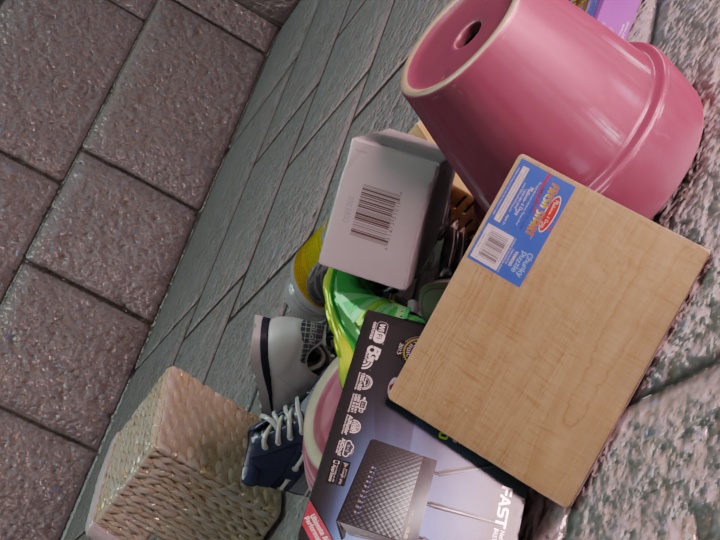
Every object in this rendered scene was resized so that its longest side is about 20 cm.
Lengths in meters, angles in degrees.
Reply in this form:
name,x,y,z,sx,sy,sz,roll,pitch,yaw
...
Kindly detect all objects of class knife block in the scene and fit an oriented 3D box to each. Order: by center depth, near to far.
name,x,y,z,sx,sy,sz,roll,pitch,yaw
knife block,0.116,-0.073,1.201,0.199,0.177,0.064,-14,-23,-43

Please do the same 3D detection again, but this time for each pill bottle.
name,x,y,z,sx,sy,sz,roll,pitch,yaw
pill bottle,-0.023,-0.009,1.438,0.200,0.104,0.105,-44,24,49

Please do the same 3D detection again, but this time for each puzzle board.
name,x,y,z,sx,sy,sz,roll,pitch,yaw
puzzle board,0.129,0.040,0.803,0.201,0.150,0.017,-61,-19,2

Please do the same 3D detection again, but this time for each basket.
name,x,y,z,sx,sy,sz,roll,pitch,yaw
basket,-0.210,0.261,1.429,0.161,0.197,0.200,-52,17,18

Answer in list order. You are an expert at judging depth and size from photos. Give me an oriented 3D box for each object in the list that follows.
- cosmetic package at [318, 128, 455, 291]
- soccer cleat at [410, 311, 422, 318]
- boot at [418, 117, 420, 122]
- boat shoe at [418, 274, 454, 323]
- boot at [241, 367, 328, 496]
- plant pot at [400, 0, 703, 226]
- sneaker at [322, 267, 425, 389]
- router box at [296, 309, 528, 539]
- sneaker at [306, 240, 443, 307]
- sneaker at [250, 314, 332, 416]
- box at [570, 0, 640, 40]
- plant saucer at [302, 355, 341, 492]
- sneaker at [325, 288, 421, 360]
name,x,y,z,sx,sy,sz,roll,pitch,yaw
cosmetic package,0.031,-0.059,1.012,0.200,0.080,0.114,-41,-32,-75
soccer cleat,0.027,0.128,1.117,0.073,0.068,0.202,-51,21,47
boot,0.108,-0.201,1.427,0.091,0.072,0.201,-54,8,52
boat shoe,0.127,0.028,0.933,0.200,0.060,0.073,6,109,57
boot,-0.065,0.165,1.180,0.073,0.089,0.201,-97,18,-47
plant pot,0.136,-0.129,0.898,0.200,0.179,0.201,-40,26,24
sneaker,0.018,0.058,0.988,0.083,0.074,0.201,-20,43,4
router box,0.049,0.141,0.838,0.062,0.148,0.202,96,-171,-57
sneaker,0.000,0.000,1.278,0.199,0.074,0.087,-19,4,40
sneaker,-0.068,0.122,1.238,0.201,0.079,0.077,83,-176,-54
box,0.222,-0.239,1.142,0.202,0.039,0.137,-67,15,-16
plant saucer,0.022,0.126,1.011,0.199,0.051,0.202,-26,43,26
sneaker,-0.007,0.084,1.258,0.200,0.086,0.081,-53,16,34
